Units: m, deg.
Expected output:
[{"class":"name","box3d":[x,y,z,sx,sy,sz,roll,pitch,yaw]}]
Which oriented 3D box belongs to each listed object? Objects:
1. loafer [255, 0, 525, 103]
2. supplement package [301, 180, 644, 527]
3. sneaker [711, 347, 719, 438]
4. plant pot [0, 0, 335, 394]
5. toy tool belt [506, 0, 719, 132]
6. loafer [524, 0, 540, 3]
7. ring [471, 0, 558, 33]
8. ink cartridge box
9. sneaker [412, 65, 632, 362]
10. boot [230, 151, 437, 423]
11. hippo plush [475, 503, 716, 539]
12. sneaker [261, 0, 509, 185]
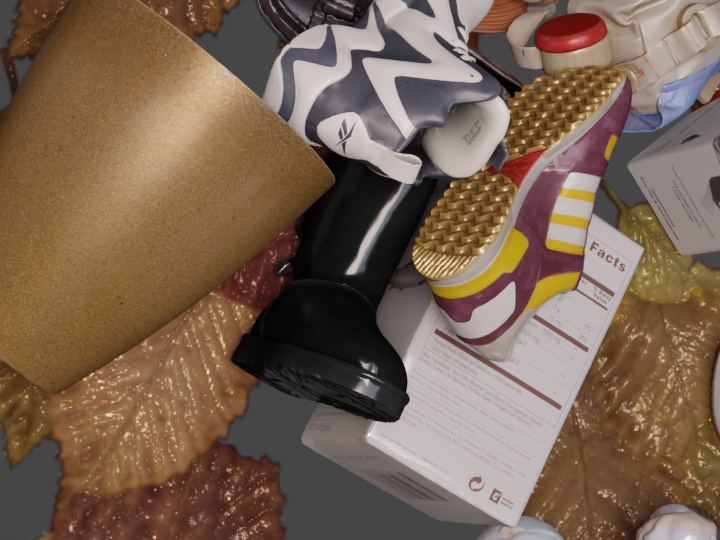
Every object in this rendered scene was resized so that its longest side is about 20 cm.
[{"class":"loafer","box3d":[0.028,-0.148,1.188,0.200,0.063,0.072,29,76,-19]},{"class":"supplement package","box3d":[0.070,0.047,1.161,0.117,0.117,0.200,32,74,-16]},{"class":"sneaker","box3d":[0.305,0.135,1.258,0.071,0.112,0.200,-9,89,-24]},{"class":"plant pot","box3d":[-0.147,-0.033,1.056,0.186,0.186,0.200,39,85,-16]},{"class":"toy tool belt","box3d":[0.188,-0.136,1.221,0.200,0.125,0.123,-40,125,-43]},{"class":"loafer","box3d":[0.156,-0.248,1.219,0.076,0.068,0.200,48,49,-16]},{"class":"ring","box3d":[0.060,-0.248,1.215,0.200,0.019,0.201,10,70,-30]},{"class":"ink cartridge box","box3d":[0.297,-0.089,1.225,0.144,0.200,0.084,-37,101,-22]},{"class":"sneaker","box3d":[0.106,-0.037,1.091,0.200,0.075,0.090,-50,128,-27]},{"class":"boot","box3d":[0.001,0.000,1.098,0.073,0.198,0.163,31,81,-21]},{"class":"hippo plush","box3d":[0.141,0.241,1.186,0.161,0.159,0.200,5,66,7]},{"class":"sneaker","box3d":[0.050,-0.109,1.079,0.130,0.080,0.199,37,39,17]}]
